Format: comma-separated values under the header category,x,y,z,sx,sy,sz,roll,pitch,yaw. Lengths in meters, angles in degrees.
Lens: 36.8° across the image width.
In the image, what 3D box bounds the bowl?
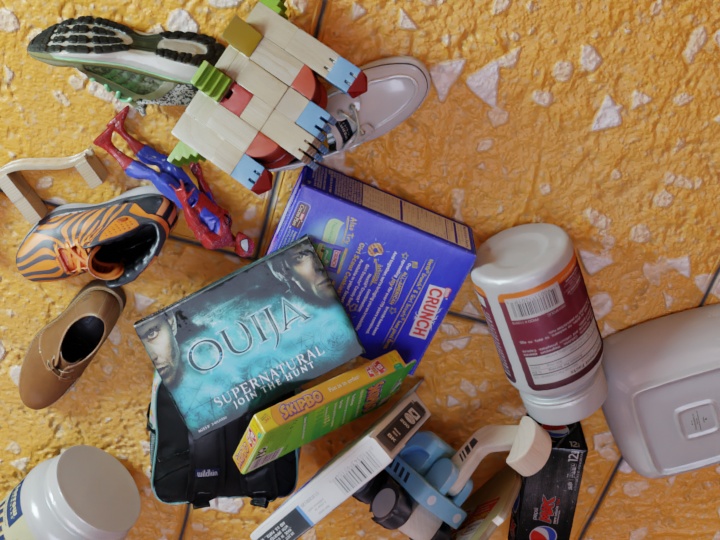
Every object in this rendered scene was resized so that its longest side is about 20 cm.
category,x,y,z,sx,sy,sz,roll,pitch,yaw
bowl,0.378,0.149,1.237,0.198,0.075,0.201,-18,116,11

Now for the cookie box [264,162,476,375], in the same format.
category,x,y,z,sx,sy,sz,roll,pitch,yaw
cookie box,0.000,0.000,1.166,0.198,0.075,0.172,22,118,-10

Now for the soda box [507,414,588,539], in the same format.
category,x,y,z,sx,sy,sz,roll,pitch,yaw
soda box,0.225,0.276,1.319,0.070,0.063,0.202,4,119,1

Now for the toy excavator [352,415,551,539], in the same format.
category,x,y,z,sx,sy,sz,roll,pitch,yaw
toy excavator,0.104,0.229,1.254,0.100,0.194,0.201,39,86,-32

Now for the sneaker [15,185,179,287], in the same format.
category,x,y,z,sx,sy,sz,roll,pitch,yaw
sneaker,-0.290,-0.023,1.143,0.199,0.112,0.078,-23,116,15

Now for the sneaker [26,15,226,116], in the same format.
category,x,y,z,sx,sy,sz,roll,pitch,yaw
sneaker,-0.233,-0.191,1.074,0.198,0.077,0.089,10,128,-1

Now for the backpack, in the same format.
category,x,y,z,sx,sy,sz,roll,pitch,yaw
backpack,-0.150,0.147,1.209,0.174,0.154,0.201,1,126,-4

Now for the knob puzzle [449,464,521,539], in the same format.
category,x,y,z,sx,sy,sz,roll,pitch,yaw
knob puzzle,0.133,0.310,1.278,0.030,0.220,0.220,43,114,1

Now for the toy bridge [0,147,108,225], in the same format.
category,x,y,z,sx,sy,sz,roll,pitch,yaw
toy bridge,-0.365,-0.082,1.162,0.199,0.027,0.067,-28,114,16

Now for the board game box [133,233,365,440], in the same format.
category,x,y,z,sx,sy,sz,roll,pitch,yaw
board game box,-0.112,0.068,1.101,0.199,0.028,0.136,-27,100,-1

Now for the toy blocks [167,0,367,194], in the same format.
category,x,y,z,sx,sy,sz,roll,pitch,yaw
toy blocks,-0.081,-0.152,1.035,0.136,0.100,0.201,35,92,14

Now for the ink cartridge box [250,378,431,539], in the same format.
category,x,y,z,sx,sy,sz,roll,pitch,yaw
ink cartridge box,-0.010,0.221,1.222,0.043,0.200,0.198,48,113,4

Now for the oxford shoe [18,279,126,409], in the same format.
category,x,y,z,sx,sy,sz,roll,pitch,yaw
oxford shoe,-0.343,0.098,1.239,0.071,0.071,0.200,31,118,-16

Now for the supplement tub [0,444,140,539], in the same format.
category,x,y,z,sx,sy,sz,roll,pitch,yaw
supplement tub,-0.377,0.321,1.323,0.145,0.145,0.200,39,114,-18

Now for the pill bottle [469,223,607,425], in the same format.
category,x,y,z,sx,sy,sz,roll,pitch,yaw
pill bottle,0.198,0.061,1.170,0.113,0.114,0.201,-17,118,11

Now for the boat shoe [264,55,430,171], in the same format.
category,x,y,z,sx,sy,sz,roll,pitch,yaw
boat shoe,-0.019,-0.146,1.089,0.199,0.067,0.074,-27,116,16

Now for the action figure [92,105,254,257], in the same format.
category,x,y,z,sx,sy,sz,roll,pitch,yaw
action figure,-0.186,-0.084,1.132,0.052,0.066,0.200,-35,111,25

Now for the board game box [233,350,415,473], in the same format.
category,x,y,z,sx,sy,sz,roll,pitch,yaw
board game box,-0.035,0.144,1.132,0.199,0.030,0.096,-19,154,-32
